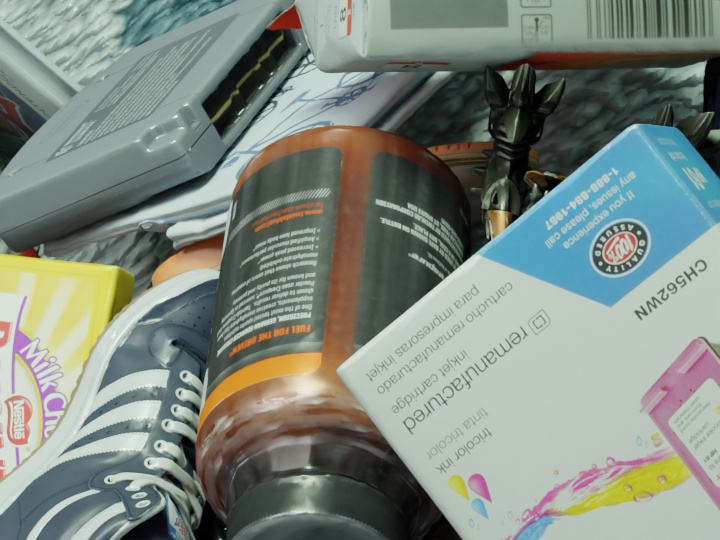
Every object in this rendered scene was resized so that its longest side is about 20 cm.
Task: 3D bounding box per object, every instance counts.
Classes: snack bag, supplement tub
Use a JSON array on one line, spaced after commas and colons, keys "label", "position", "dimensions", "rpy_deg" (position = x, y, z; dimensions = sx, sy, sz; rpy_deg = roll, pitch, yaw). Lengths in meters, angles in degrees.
[{"label": "snack bag", "position": [-0.043, -0.065, 1.396], "dimensions": [0.200, 0.021, 0.189], "rpy_deg": [-14, 22, 41]}, {"label": "supplement tub", "position": [-0.011, 0.043, 1.166], "dimensions": [0.107, 0.107, 0.200], "rpy_deg": [-24, 39, 28]}]

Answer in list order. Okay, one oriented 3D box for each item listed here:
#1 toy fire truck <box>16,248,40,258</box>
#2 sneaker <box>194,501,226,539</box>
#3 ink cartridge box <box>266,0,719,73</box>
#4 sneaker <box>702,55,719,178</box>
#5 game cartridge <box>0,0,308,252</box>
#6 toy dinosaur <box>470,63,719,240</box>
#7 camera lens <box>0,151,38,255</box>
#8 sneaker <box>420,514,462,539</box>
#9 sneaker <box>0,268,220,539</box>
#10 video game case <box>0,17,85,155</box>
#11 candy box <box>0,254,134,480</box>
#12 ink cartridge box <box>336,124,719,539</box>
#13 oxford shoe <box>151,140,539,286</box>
[{"label": "toy fire truck", "position": [-0.125, 0.067, 1.349], "dimensions": [0.049, 0.141, 0.200], "rpy_deg": [-33, 75, -9]}, {"label": "sneaker", "position": [-0.035, 0.121, 1.239], "dimensions": [0.200, 0.079, 0.075], "rpy_deg": [-28, 31, -5]}, {"label": "ink cartridge box", "position": [0.054, -0.102, 1.259], "dimensions": [0.200, 0.162, 0.050], "rpy_deg": [157, 110, -76]}, {"label": "sneaker", "position": [0.201, -0.051, 1.171], "dimensions": [0.200, 0.077, 0.076], "rpy_deg": [-150, 56, -65]}, {"label": "game cartridge", "position": [-0.106, -0.076, 1.437], "dimensions": [0.133, 0.041, 0.200], "rpy_deg": [-17, 20, 27]}, {"label": "toy dinosaur", "position": [0.080, -0.004, 1.179], "dimensions": [0.200, 0.102, 0.136], "rpy_deg": [-14, 61, 54]}, {"label": "camera lens", "position": [-0.289, -0.046, 1.535], "dimensions": [0.160, 0.200, 0.160], "rpy_deg": [-27, 41, 26]}, {"label": "sneaker", "position": [0.055, 0.123, 1.162], "dimensions": [0.200, 0.070, 0.076], "rpy_deg": [-39, 20, 2]}, {"label": "sneaker", "position": [-0.081, 0.082, 1.184], "dimensions": [0.108, 0.070, 0.200], "rpy_deg": [6, 48, 46]}, {"label": "video game case", "position": [-0.235, -0.117, 1.562], "dimensions": [0.200, 0.182, 0.023], "rpy_deg": [10, 66, 49]}, {"label": "candy box", "position": [-0.167, 0.090, 1.259], "dimensions": [0.102, 0.026, 0.200], "rpy_deg": [6, 76, 17]}, {"label": "ink cartridge box", "position": [0.113, 0.068, 1.029], "dimensions": [0.144, 0.200, 0.085], "rpy_deg": [-40, -8, 12]}, {"label": "oxford shoe", "position": [0.000, 0.000, 1.333], "dimensions": [0.200, 0.071, 0.073], "rpy_deg": [-25, 69, 23]}]
